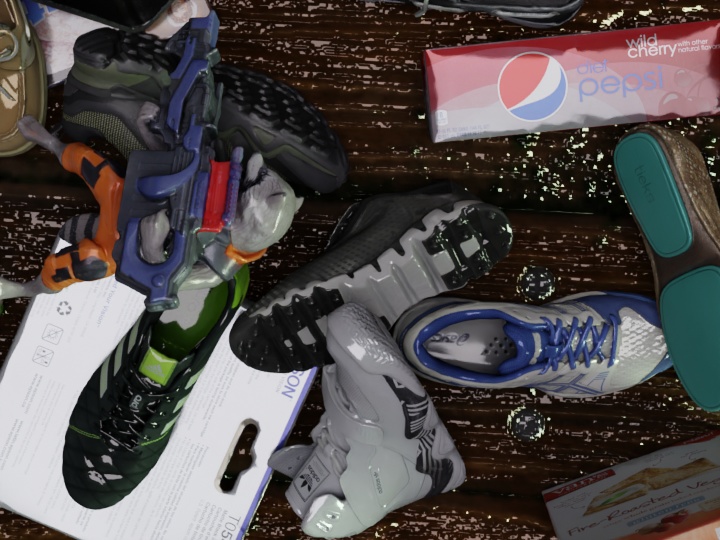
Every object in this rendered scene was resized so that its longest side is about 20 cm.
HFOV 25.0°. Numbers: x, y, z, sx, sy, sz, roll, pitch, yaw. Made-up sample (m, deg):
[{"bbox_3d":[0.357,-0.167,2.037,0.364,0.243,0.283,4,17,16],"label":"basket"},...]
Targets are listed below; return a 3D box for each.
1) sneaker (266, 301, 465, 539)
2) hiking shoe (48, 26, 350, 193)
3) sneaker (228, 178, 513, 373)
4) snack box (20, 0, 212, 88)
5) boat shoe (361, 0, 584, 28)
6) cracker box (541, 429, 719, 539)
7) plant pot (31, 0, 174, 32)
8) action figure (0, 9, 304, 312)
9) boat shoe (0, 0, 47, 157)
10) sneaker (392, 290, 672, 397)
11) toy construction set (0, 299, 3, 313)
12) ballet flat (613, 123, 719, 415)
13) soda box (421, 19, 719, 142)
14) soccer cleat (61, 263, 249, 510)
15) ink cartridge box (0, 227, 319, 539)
[{"bbox_3d":[-0.008,0.108,1.052,0.115,0.200,0.075,-32,50,-3],"label":"sneaker"},{"bbox_3d":[-0.108,-0.087,1.091,0.200,0.076,0.101,23,119,-8],"label":"hiking shoe"},{"bbox_3d":[0.000,0.000,1.085,0.200,0.091,0.066,-29,124,0],"label":"sneaker"},{"bbox_3d":[-0.203,-0.166,1.097,0.200,0.024,0.072,-21,94,3],"label":"snack box"},{"bbox_3d":[0.052,-0.202,1.070,0.199,0.068,0.074,18,96,-1],"label":"boat shoe"},{"bbox_3d":[0.196,0.167,1.043,0.134,0.200,0.058,-20,94,2],"label":"cracker box"},{"bbox_3d":[-0.171,-0.292,0.982,0.200,0.200,0.177,-42,63,23],"label":"plant pot"},{"bbox_3d":[-0.124,-0.055,1.010,0.193,0.105,0.200,5,66,23],"label":"action figure"},{"bbox_3d":[-0.256,-0.171,1.054,0.073,0.063,0.200,-15,93,2],"label":"boat shoe"},{"bbox_3d":[0.122,0.055,1.088,0.200,0.088,0.075,-3,94,-1],"label":"sneaker"},{"bbox_3d":[-0.327,0.015,1.087,0.200,0.092,0.131,27,93,-10],"label":"toy construction set"},{"bbox_3d":[0.228,-0.005,1.080,0.070,0.065,0.200,-20,82,43],"label":"ballet flat"},{"bbox_3d":[0.142,-0.125,1.077,0.200,0.070,0.063,-6,95,1],"label":"soda box"},{"bbox_3d":[-0.138,0.069,1.052,0.068,0.081,0.200,31,95,-3],"label":"soccer cleat"},{"bbox_3d":[-0.150,0.096,1.116,0.200,0.041,0.200,25,95,-3],"label":"ink cartridge box"}]
